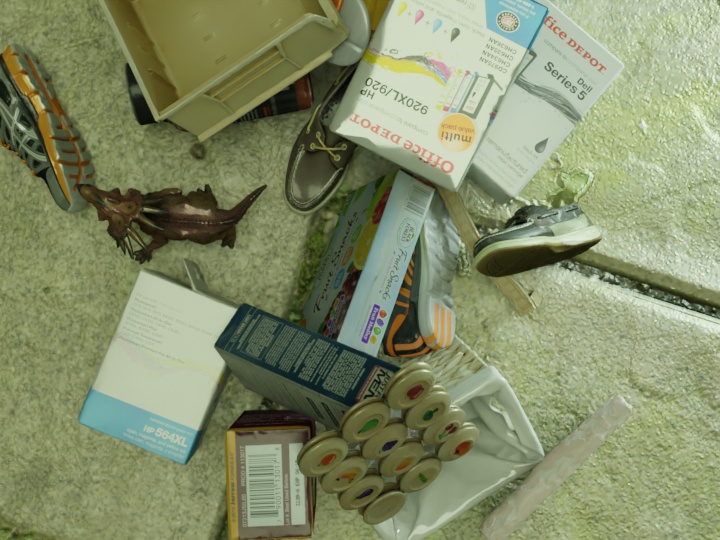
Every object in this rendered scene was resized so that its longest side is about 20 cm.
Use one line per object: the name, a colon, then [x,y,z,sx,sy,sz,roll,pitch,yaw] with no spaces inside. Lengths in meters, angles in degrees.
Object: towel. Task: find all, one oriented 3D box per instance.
towel: [0.208,0.220,1.111,0.200,0.191,0.032,-45,75,-4]

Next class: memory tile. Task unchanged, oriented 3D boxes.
memory tile: [0.032,0.171,0.977,0.153,0.200,0.017,-37,53,1]

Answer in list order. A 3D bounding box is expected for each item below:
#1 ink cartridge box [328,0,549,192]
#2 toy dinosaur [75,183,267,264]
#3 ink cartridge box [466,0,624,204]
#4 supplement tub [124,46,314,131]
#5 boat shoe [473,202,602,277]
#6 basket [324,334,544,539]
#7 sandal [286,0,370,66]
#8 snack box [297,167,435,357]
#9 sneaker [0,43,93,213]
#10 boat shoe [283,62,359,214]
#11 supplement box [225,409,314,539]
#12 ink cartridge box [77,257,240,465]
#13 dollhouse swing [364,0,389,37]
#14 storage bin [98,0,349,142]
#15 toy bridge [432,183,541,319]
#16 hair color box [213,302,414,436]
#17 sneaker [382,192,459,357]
ink cartridge box: [0.077,-0.200,1.049,0.147,0.145,0.200,27,98,-1]
toy dinosaur: [-0.200,-0.058,1.126,0.199,0.136,0.086,-6,88,-3]
ink cartridge box: [0.178,-0.199,1.173,0.145,0.084,0.200,40,87,0]
supplement tub: [-0.158,-0.216,1.148,0.200,0.107,0.107,-12,89,-3]
boat shoe: [0.190,-0.039,1.146,0.200,0.073,0.065,-7,65,-45]
basket: [0.074,0.183,1.120,0.200,0.123,0.136,-32,118,-2]
sandal: [-0.052,-0.294,1.092,0.207,0.059,0.079,43,117,25]
snack box: [0.000,0.000,1.108,0.053,0.142,0.200,26,73,-18]
sneaker: [-0.370,-0.153,1.159,0.077,0.078,0.200,-26,86,10]
boat shoe: [-0.030,-0.158,1.174,0.072,0.060,0.200,30,87,-2]
supplement box: [-0.091,0.212,1.090,0.085,0.200,0.111,-2,88,-1]
ink cartridge box: [-0.203,0.090,1.125,0.125,0.129,0.200,23,88,-2]
dollhouse swing: [0.052,-0.376,1.116,0.199,0.176,0.182,12,55,-2]
storage bin: [-0.145,-0.270,1.036,0.198,0.094,0.200,-31,72,10]
toy bridge: [0.143,-0.029,1.173,0.027,0.067,0.200,-33,89,23]
hair color box: [-0.041,0.110,1.036,0.200,0.100,0.061,21,67,27]
sneaker: [0.047,0.005,1.164,0.112,0.078,0.200,-16,53,34]
